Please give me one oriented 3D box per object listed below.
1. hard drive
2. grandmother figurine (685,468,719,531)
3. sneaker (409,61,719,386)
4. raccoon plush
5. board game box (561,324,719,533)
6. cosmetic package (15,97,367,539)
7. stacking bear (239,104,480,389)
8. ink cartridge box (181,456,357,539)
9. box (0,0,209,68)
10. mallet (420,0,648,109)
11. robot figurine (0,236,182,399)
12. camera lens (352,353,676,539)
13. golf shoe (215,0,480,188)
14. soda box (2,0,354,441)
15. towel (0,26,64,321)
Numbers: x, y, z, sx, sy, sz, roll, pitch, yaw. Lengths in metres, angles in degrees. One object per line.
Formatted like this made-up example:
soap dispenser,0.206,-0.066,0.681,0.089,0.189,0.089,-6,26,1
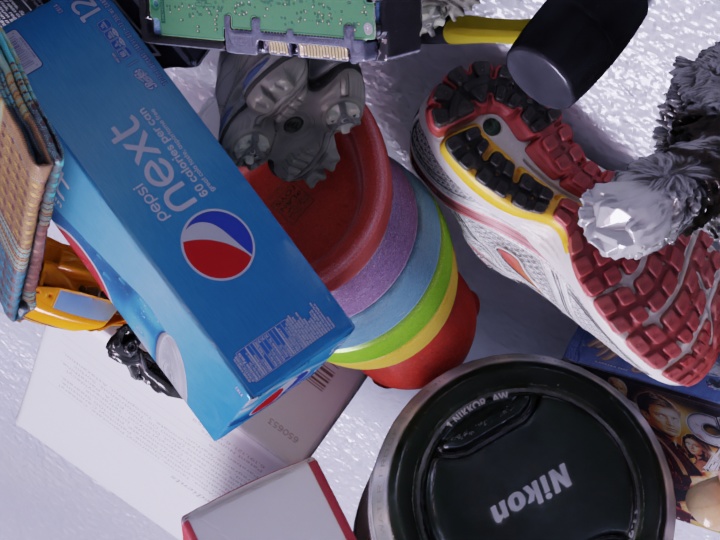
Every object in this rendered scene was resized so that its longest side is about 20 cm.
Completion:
hard drive,-0.039,-0.191,0.910,0.139,0.038,0.201,9,108,39
grandmother figurine,0.230,0.069,1.063,0.121,0.061,0.201,27,137,11
sneaker,0.106,-0.021,1.097,0.200,0.078,0.082,46,158,-3
raccoon plush,0.156,-0.014,0.925,0.097,0.199,0.135,30,136,46
board game box,0.216,0.101,1.194,0.199,0.035,0.136,15,146,33
cosmetic package,-0.083,0.043,1.286,0.166,0.168,0.200,34,152,1
stacking bear,0.000,0.000,1.117,0.114,0.122,0.200,43,179,32
ink cartridge box,-0.033,0.204,1.204,0.147,0.083,0.200,63,168,15
box,-0.165,-0.199,1.048,0.198,0.123,0.200,1,139,48
mallet,0.044,-0.107,1.026,0.199,0.066,0.041,2,137,47
robot figurine,-0.124,-0.015,1.145,0.199,0.146,0.058,16,153,-16
camera lens,0.078,0.143,1.192,0.160,0.160,0.200,32,163,6
golf shoe,-0.006,-0.136,0.993,0.078,0.097,0.200,23,123,-38
soda box,-0.093,-0.027,0.980,0.200,0.064,0.068,54,153,6
towel,-0.181,-0.094,0.965,0.201,0.022,0.147,62,156,19
